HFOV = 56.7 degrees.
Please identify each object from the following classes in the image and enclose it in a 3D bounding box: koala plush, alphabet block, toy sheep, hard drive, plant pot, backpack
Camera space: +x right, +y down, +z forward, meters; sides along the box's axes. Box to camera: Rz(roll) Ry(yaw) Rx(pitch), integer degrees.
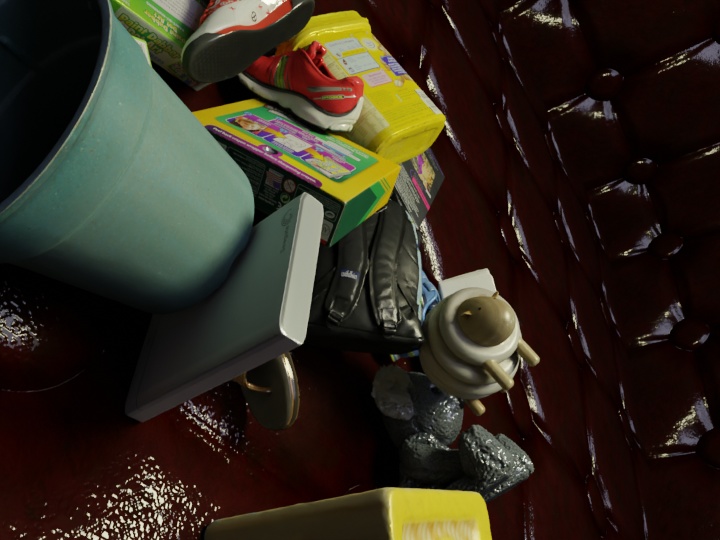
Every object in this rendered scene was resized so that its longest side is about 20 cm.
[{"bbox_3d":[0.091,0.220,0.878,0.201,0.183,0.177,60,12,27],"label":"koala plush"},{"bbox_3d":[0.000,0.305,0.576,0.195,0.198,0.199,26,51,-54],"label":"alphabet block"},{"bbox_3d":[0.132,0.094,0.804,0.136,0.201,0.140,8,56,-12],"label":"toy sheep"},{"bbox_3d":[-0.113,0.033,0.542,0.027,0.199,0.133,36,42,-33],"label":"hard drive"},{"bbox_3d":[-0.191,-0.070,0.497,0.196,0.198,0.203,41,39,-55],"label":"plant pot"},{"bbox_3d":[0.000,0.000,0.824,0.154,0.161,0.203,111,-16,-69],"label":"backpack"}]

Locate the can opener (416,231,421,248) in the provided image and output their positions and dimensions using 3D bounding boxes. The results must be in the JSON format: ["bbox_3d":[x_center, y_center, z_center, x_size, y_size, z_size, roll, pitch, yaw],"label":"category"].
[{"bbox_3d":[0.048,-0.002,0.943,0.064,0.078,0.201,79,29,-50],"label":"can opener"}]

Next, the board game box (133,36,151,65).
[{"bbox_3d":[-0.264,-0.188,0.596,0.199,0.030,0.097,4,69,-63],"label":"board game box"}]

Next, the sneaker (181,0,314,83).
[{"bbox_3d":[-0.151,-0.287,0.746,0.108,0.067,0.201,40,54,9],"label":"sneaker"}]

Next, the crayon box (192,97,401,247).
[{"bbox_3d":[-0.076,-0.117,0.738,0.198,0.059,0.172,29,27,11],"label":"crayon box"}]

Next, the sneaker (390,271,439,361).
[{"bbox_3d":[0.084,0.044,0.994,0.074,0.081,0.202,60,28,-45],"label":"sneaker"}]

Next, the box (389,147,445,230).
[{"bbox_3d":[0.036,-0.126,0.998,0.107,0.121,0.200,60,29,-17],"label":"box"}]

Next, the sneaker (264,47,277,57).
[{"bbox_3d":[-0.123,-0.334,0.896,0.199,0.073,0.083,-15,88,-61],"label":"sneaker"}]

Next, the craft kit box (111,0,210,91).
[{"bbox_3d":[-0.235,-0.330,0.723,0.199,0.048,0.200,28,47,-52],"label":"craft kit box"}]

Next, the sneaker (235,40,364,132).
[{"bbox_3d":[-0.075,-0.238,0.804,0.199,0.086,0.077,31,18,19],"label":"sneaker"}]

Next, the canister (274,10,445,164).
[{"bbox_3d":[0.001,-0.234,0.875,0.148,0.087,0.201,-27,72,-39],"label":"canister"}]

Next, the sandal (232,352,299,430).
[{"bbox_3d":[-0.120,0.062,0.650,0.054,0.081,0.203,-18,90,-45],"label":"sandal"}]

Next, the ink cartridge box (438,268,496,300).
[{"bbox_3d":[0.179,0.096,1.078,0.200,0.085,0.149,62,15,-76],"label":"ink cartridge box"}]
